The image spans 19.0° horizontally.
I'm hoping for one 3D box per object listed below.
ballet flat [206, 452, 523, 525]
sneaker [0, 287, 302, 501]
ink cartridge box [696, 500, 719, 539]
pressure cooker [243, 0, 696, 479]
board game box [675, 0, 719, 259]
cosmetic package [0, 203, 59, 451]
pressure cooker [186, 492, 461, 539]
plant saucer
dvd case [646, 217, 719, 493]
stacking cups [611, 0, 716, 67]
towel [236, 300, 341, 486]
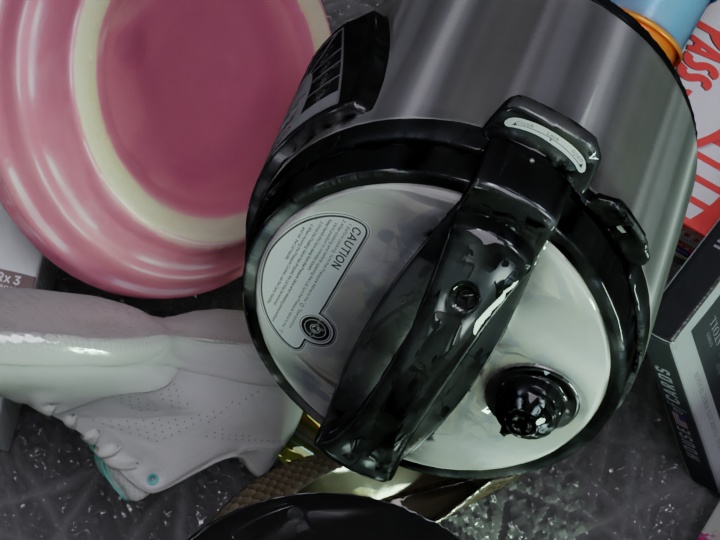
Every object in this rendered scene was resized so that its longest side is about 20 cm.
[{"bbox_3d":[0.007,0.112,1.024,0.199,0.046,0.068,-26,110,-14],"label":"ballet flat"},{"bbox_3d":[-0.110,0.061,0.973,0.199,0.075,0.089,9,104,-33],"label":"sneaker"},{"bbox_3d":[0.209,0.151,0.995,0.067,0.116,0.200,42,71,-22],"label":"ink cartridge box"},{"bbox_3d":[0.046,-0.013,0.907,0.178,0.176,0.200,-5,37,25],"label":"pressure cooker"},{"bbox_3d":[0.126,-0.117,1.100,0.200,0.046,0.152,29,74,2],"label":"board game box"},{"bbox_3d":[-0.197,-0.026,1.029,0.112,0.081,0.201,12,74,-2],"label":"cosmetic package"},{"bbox_3d":[-0.023,0.217,0.930,0.178,0.200,0.176,-27,54,-31],"label":"pressure cooker"},{"bbox_3d":[-0.082,-0.087,0.979,0.200,0.051,0.201,-2,93,-41],"label":"plant saucer"},{"bbox_3d":[0.212,-0.005,1.040,0.025,0.150,0.200,29,71,33],"label":"dvd case"},{"bbox_3d":[0.143,-0.132,1.041,0.060,0.061,0.200,29,74,2],"label":"stacking cups"},{"bbox_3d":[0.000,0.000,1.048,0.086,0.018,0.200,31,90,1],"label":"towel"}]
